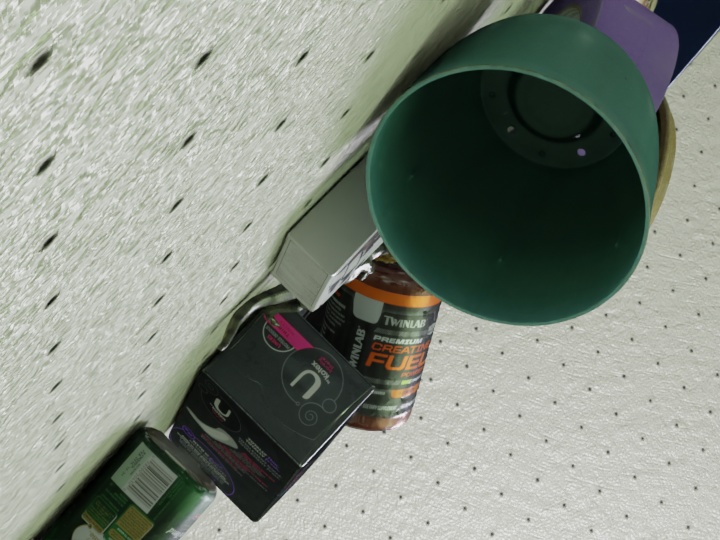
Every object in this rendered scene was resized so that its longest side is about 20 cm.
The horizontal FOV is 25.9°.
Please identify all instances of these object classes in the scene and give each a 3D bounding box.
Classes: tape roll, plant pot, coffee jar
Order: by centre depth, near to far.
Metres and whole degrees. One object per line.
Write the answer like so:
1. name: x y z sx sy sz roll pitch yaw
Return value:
1. plant pot: 0.121 -0.089 1.115 0.201 0.200 0.161 -51 -175 38
2. coffee jar: -0.210 0.225 1.269 0.200 0.085 0.104 -47 176 -2
3. tape roll: 0.187 -0.155 1.390 0.201 0.085 0.200 -55 -165 22

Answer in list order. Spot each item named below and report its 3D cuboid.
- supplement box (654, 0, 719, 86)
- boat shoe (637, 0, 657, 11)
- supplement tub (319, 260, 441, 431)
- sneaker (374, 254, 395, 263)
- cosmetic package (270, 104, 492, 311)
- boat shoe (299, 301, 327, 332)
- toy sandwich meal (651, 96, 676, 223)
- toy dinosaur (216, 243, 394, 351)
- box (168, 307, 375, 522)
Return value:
1. supplement box: 0.364 -0.333 1.670 0.200 0.134 0.200 -45 175 -30
2. boat shoe: 0.254 -0.285 1.487 0.074 0.075 0.201 -33 157 -53
3. supplement tub: 0.019 0.041 1.468 0.107 0.106 0.202 -39 145 -64
4. sneaker: 0.070 -0.086 1.360 0.200 0.075 0.090 -49 175 36
5. cosmetic package: 0.019 -0.062 1.213 0.200 0.051 0.083 -46 176 -23
6. boat shoe: 0.000 0.000 1.539 0.200 0.057 0.069 -48 176 10
7. toy sandwich meal: 0.216 -0.083 1.435 0.205 0.070 0.207 -161 -90 -74
8. toy dinosaur: -0.042 0.010 1.263 0.199 0.048 0.088 -29 -174 -18
9. box: -0.084 0.128 1.409 0.106 0.122 0.200 -45 175 -26
